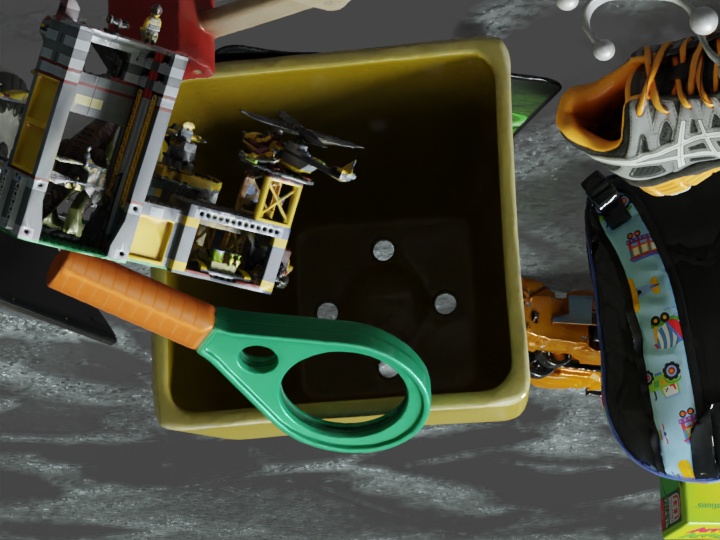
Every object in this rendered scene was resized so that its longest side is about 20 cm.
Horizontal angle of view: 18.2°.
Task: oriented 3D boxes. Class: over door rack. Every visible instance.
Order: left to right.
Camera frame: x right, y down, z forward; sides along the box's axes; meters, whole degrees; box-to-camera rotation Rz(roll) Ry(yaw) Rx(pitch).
[{"bbox_3d":[0.182,-0.143,1.025,0.200,0.067,0.148,-8,161,19],"label":"over door rack"}]

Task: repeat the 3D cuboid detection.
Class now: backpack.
[{"bbox_3d":[0.234,0.035,1.351,0.182,0.200,0.135,-10,159,23],"label":"backpack"}]

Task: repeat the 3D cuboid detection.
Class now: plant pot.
[{"bbox_3d":[0.000,0.000,1.247,0.194,0.196,0.200,-5,167,8],"label":"plant pot"}]

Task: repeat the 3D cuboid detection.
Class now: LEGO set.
[{"bbox_3d":[-0.109,-0.070,1.061,0.200,0.116,0.154,15,-174,-28],"label":"LEGO set"}]

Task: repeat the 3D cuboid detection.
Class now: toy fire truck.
[{"bbox_3d":[-0.044,-0.145,1.029,0.200,0.049,0.141,-8,160,20],"label":"toy fire truck"}]

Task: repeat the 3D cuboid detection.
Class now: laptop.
[{"bbox_3d":[-0.271,-0.014,1.287,0.116,0.200,0.187,-41,157,10],"label":"laptop"}]

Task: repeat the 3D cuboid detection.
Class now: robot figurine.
[{"bbox_3d":[0.187,0.051,1.618,0.200,0.058,0.145,7,160,-21],"label":"robot figurine"}]

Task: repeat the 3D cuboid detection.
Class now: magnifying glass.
[{"bbox_3d":[-0.056,0.035,1.083,0.200,0.022,0.080,23,132,-20],"label":"magnifying glass"}]

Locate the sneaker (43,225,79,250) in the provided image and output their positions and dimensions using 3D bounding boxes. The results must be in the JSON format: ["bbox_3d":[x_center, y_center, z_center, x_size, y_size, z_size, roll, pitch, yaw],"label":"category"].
[{"bbox_3d":[-0.263,0.009,1.423,0.200,0.077,0.076,-7,164,19],"label":"sneaker"}]

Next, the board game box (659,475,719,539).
[{"bbox_3d":[0.246,0.074,1.465,0.102,0.200,0.048,3,161,-13],"label":"board game box"}]

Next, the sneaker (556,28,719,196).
[{"bbox_3d":[0.178,-0.092,1.170,0.077,0.078,0.200,18,154,-25],"label":"sneaker"}]

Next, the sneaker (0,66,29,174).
[{"bbox_3d":[-0.235,-0.092,1.143,0.085,0.077,0.200,4,161,11],"label":"sneaker"}]

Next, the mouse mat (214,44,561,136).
[{"bbox_3d":[-0.004,-0.087,1.274,0.200,0.008,0.161,3,161,-17],"label":"mouse mat"}]
